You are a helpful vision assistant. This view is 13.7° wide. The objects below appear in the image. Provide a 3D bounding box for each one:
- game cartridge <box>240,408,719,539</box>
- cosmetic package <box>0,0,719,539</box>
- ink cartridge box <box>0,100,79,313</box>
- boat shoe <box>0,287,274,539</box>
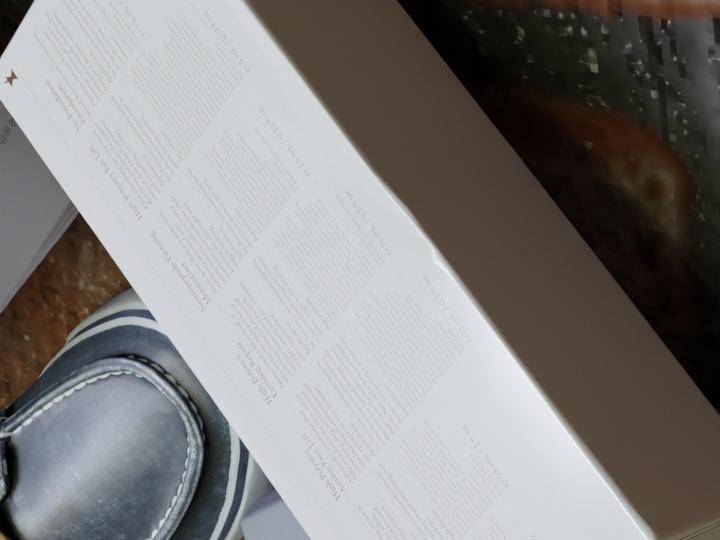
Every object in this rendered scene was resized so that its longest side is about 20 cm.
[{"bbox_3d":[0.060,0.097,0.725,0.199,0.042,0.134,-5,115,43],"label":"game cartridge"},{"bbox_3d":[0.000,0.000,0.677,0.200,0.050,0.083,54,129,18],"label":"cosmetic package"},{"bbox_3d":[-0.190,-0.035,0.773,0.200,0.084,0.146,41,128,-11],"label":"ink cartridge box"},{"bbox_3d":[-0.096,0.081,0.809,0.071,0.091,0.200,49,136,6],"label":"boat shoe"}]
